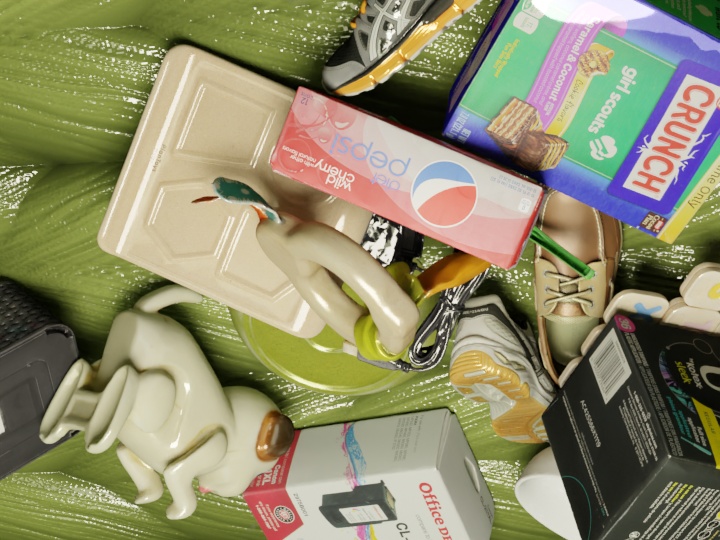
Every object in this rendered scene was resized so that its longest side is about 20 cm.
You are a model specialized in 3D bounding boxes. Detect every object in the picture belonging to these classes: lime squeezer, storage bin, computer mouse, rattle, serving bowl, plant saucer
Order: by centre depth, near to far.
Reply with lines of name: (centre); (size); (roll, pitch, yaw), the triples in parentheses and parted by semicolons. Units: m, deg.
rattle: (-0.010, -0.037, 1.132); (0.200, 0.130, 0.143); (42, 86, 13)
lime squeezer: (0.106, -0.058, 1.155); (0.200, 0.038, 0.071); (39, 167, 9)
computer mouse: (0.000, 0.000, 1.220); (0.200, 0.046, 0.141); (21, 106, 4)
plant saucer: (-0.026, 0.044, 1.299); (0.200, 0.031, 0.200); (7, 130, 8)
storage bin: (-0.357, 0.118, 1.316); (0.094, 0.200, 0.135); (32, 141, 37)
serving bowl: (0.243, 0.205, 1.317); (0.200, 0.066, 0.200); (21, 158, 9)

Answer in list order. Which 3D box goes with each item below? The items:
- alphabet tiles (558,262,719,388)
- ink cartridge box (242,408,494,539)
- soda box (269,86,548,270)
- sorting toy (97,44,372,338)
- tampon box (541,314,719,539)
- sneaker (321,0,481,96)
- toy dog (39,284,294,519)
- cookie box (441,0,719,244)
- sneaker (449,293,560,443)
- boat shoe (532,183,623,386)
alphabet tiles: (0.273, 0.073, 1.216); (0.195, 0.015, 0.200); (10, 130, -23)
ink cartridge box: (0.011, 0.221, 1.399); (0.200, 0.083, 0.146); (-11, 124, 21)
soda box: (0.037, -0.070, 1.099); (0.200, 0.063, 0.070); (23, 97, 9)
sorting toy: (-0.091, -0.063, 1.181); (0.200, 0.036, 0.185); (23, 105, -1)
tampon box: (0.274, 0.144, 1.168); (0.200, 0.150, 0.126); (11, 130, -24)
sneaker: (0.036, -0.202, 1.065); (0.077, 0.078, 0.200); (47, 121, -7)
toy dog: (-0.161, 0.131, 1.332); (0.200, 0.194, 0.139); (35, 152, -31)
cookie box: (0.187, -0.136, 1.074); (0.200, 0.075, 0.171); (24, 128, -8)
sneaker: (0.139, 0.087, 1.270); (0.076, 0.088, 0.200); (-8, 149, 21)
boat shoe: (0.177, 0.014, 1.198); (0.076, 0.074, 0.200); (0, 128, 13)
